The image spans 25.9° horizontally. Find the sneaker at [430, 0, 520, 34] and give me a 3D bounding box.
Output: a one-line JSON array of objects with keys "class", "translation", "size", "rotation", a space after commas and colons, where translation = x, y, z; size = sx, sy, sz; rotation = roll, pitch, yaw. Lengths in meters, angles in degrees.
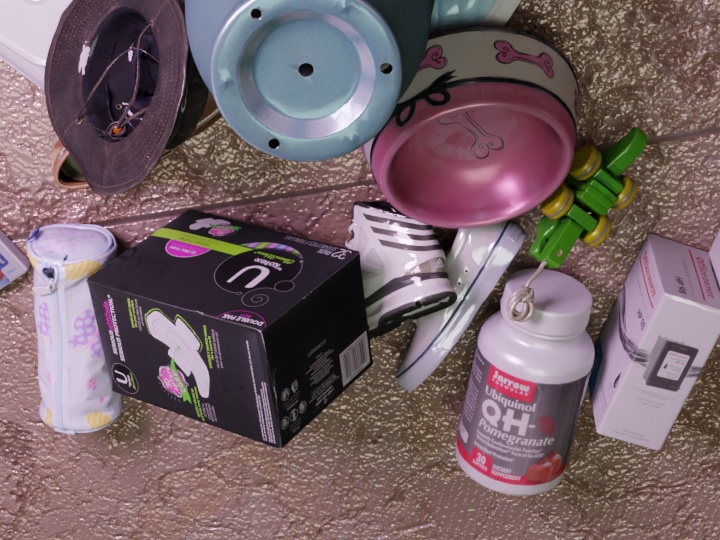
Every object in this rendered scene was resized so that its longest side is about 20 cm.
[{"class": "sneaker", "translation": [0.088, -0.240, 1.302], "size": [0.082, 0.074, 0.200], "rotation": [20, 118, -16]}]

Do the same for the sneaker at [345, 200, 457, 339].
[{"class": "sneaker", "translation": [0.000, 0.000, 1.455], "size": [0.200, 0.116, 0.076], "rotation": [-22, 164, 39]}]

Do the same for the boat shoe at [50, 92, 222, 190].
[{"class": "boat shoe", "translation": [-0.187, -0.125, 1.372], "size": [0.200, 0.074, 0.076], "rotation": [-30, 116, 17]}]

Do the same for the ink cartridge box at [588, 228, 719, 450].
[{"class": "ink cartridge box", "translation": [0.278, 0.049, 1.442], "size": [0.066, 0.116, 0.201], "rotation": [16, 118, -7]}]

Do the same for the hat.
[{"class": "hat", "translation": [-0.175, -0.159, 1.286], "size": [0.081, 0.201, 0.201], "rotation": [3, 128, -42]}]

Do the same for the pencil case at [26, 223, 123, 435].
[{"class": "pencil case", "translation": [-0.267, 0.055, 1.468], "size": [0.083, 0.091, 0.201], "rotation": [2, 121, 0]}]

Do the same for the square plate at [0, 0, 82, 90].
[{"class": "square plate", "translation": [-0.280, -0.263, 1.321], "size": [0.198, 0.028, 0.200], "rotation": [34, 115, -17]}]

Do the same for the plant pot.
[{"class": "plant pot", "translation": [-0.037, -0.179, 1.143], "size": [0.199, 0.188, 0.201], "rotation": [-1, 120, -1]}]

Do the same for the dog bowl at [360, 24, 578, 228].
[{"class": "dog bowl", "translation": [0.094, -0.113, 1.332], "size": [0.199, 0.074, 0.200], "rotation": [-5, 144, -4]}]

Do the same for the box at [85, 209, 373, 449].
[{"class": "box", "translation": [-0.113, 0.046, 1.382], "size": [0.199, 0.148, 0.125], "rotation": [15, 126, 32]}]

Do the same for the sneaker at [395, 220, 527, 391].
[{"class": "sneaker", "translation": [0.079, 0.023, 1.466], "size": [0.071, 0.073, 0.200], "rotation": [34, 113, 5]}]

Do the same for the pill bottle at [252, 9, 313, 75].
[{"class": "pill bottle", "translation": [-0.041, -0.229, 1.288], "size": [0.113, 0.114, 0.201], "rotation": [9, 119, -4]}]

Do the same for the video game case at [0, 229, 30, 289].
[{"class": "video game case", "translation": [-0.433, -0.004, 1.479], "size": [0.200, 0.018, 0.143], "rotation": [-32, 114, 18]}]

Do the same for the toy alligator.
[{"class": "toy alligator", "translation": [0.183, -0.046, 1.395], "size": [0.059, 0.054, 0.200], "rotation": [34, 93, -23]}]

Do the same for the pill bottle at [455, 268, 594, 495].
[{"class": "pill bottle", "translation": [0.159, 0.103, 1.477], "size": [0.110, 0.111, 0.201], "rotation": [7, 120, -3]}]
